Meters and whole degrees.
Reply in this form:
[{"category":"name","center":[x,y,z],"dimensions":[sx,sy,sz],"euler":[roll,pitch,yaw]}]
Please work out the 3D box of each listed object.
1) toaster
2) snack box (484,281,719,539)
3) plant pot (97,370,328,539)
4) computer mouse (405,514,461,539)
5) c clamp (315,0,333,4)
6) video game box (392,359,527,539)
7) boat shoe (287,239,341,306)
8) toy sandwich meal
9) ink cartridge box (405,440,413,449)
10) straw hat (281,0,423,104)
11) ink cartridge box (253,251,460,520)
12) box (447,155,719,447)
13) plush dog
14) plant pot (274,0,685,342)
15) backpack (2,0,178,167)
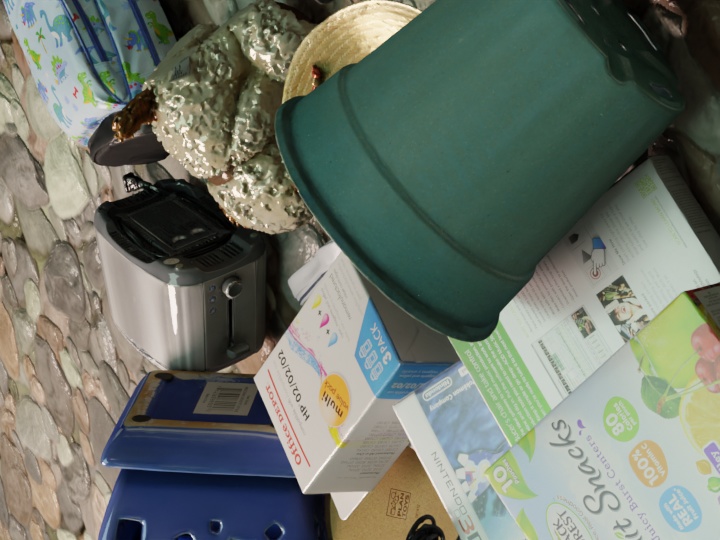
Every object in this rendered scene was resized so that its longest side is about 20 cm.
[{"category":"toaster","center":[-0.163,0.008,1.905],"dimensions":[0.200,0.113,0.130],"euler":[33,136,44]},{"category":"snack box","center":[0.188,0.124,1.327],"dimensions":[0.200,0.053,0.143],"euler":[-46,68,34]},{"category":"plant pot","center":[-0.120,0.191,1.809],"dimensions":[0.200,0.199,0.181],"euler":[-73,-16,-73]},{"category":"computer mouse","center":[0.082,0.251,1.561],"dimensions":[0.046,0.200,0.141],"euler":[22,97,33]},{"category":"c clamp","center":[-0.057,-0.265,1.632],"dimensions":[0.200,0.027,0.172],"euler":[30,111,46]},{"category":"video game box","center":[0.141,0.123,1.467],"dimensions":[0.200,0.047,0.183],"euler":[-36,77,29]},{"category":"boat shoe","center":[0.000,0.000,1.694],"dimensions":[0.062,0.072,0.200],"euler":[56,159,3]},{"category":"toy sandwich meal","center":[0.051,0.193,1.705],"dimensions":[0.204,0.070,0.207],"euler":[-13,72,44]},{"category":"ink cartridge box","center":[0.079,0.089,1.597],"dimensions":[0.200,0.050,0.110],"euler":[23,108,52]},{"category":"straw hat","center":[0.045,-0.111,1.522],"dimensions":[0.200,0.085,0.202],"euler":[17,119,34]},{"category":"ink cartridge box","center":[-0.012,0.090,1.620],"dimensions":[0.200,0.068,0.115],"euler":[-55,47,37]},{"category":"box","center":[0.160,0.040,1.399],"dimensions":[0.200,0.036,0.145],"euler":[-38,72,29]},{"category":"plush dog","center":[-0.096,-0.104,1.723],"dimensions":[0.172,0.161,0.200],"euler":[51,152,-15]},{"category":"plant pot","center":[0.084,-0.094,1.335],"dimensions":[0.196,0.200,0.201],"euler":[-42,67,20]},{"category":"backpack","center":[-0.228,-0.201,1.882],"dimensions":[0.163,0.153,0.201],"euler":[158,105,-66]}]
